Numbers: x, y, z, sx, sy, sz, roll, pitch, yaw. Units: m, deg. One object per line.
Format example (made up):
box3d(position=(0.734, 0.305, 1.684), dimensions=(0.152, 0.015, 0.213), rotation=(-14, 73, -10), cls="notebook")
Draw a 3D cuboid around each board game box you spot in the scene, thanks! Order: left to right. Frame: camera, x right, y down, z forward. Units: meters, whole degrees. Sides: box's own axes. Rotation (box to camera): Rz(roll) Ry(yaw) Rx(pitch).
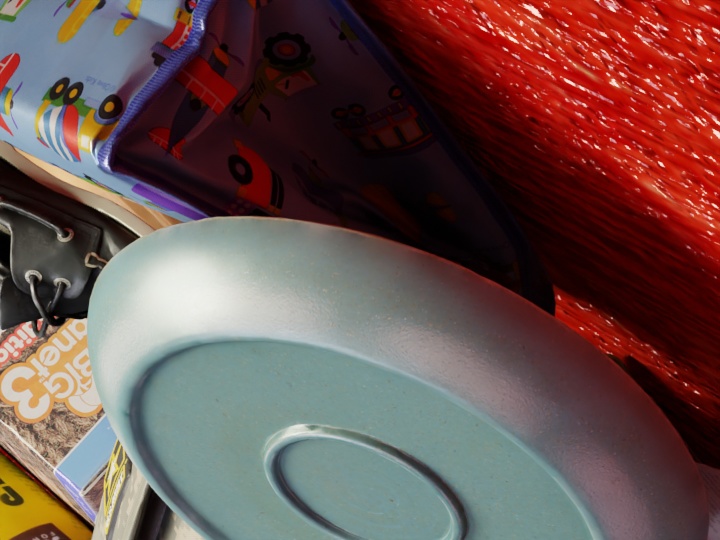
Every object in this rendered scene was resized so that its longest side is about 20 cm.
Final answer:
box3d(position=(-0.153, 0.035, 1.432), dimensions=(0.200, 0.097, 0.159), rotation=(39, 170, 20), cls="board game box")

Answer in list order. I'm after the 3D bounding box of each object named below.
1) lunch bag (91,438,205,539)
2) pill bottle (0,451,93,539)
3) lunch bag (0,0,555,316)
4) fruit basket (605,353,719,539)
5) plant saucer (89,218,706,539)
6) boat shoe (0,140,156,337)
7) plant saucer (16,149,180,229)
box3d(position=(-0.034, 0.105, 1.148), dimensions=(0.118, 0.164, 0.200), rotation=(-8, -143, -42), cls="lunch bag")
box3d(position=(-0.179, 0.157, 1.445), dimensions=(0.200, 0.109, 0.109), rotation=(35, 167, 35), cls="pill bottle")
box3d(position=(-0.029, -0.042, 0.948), dimensions=(0.200, 0.094, 0.151), rotation=(36, 172, -38), cls="lunch bag")
box3d(position=(0.120, 0.099, 0.982), dimensions=(0.200, 0.094, 0.185), rotation=(7, 147, 46), cls="fruit basket")
box3d(position=(0.005, 0.059, 0.895), dimensions=(0.200, 0.027, 0.200), rotation=(18, 147, 12), cls="plant saucer")
box3d(position=(-0.142, -0.007, 1.267), dimensions=(0.199, 0.066, 0.075), rotation=(36, 157, 9), cls="boat shoe")
box3d(position=(-0.120, -0.024, 1.443), dimensions=(0.200, 0.037, 0.200), rotation=(40, 169, 9), cls="plant saucer")
